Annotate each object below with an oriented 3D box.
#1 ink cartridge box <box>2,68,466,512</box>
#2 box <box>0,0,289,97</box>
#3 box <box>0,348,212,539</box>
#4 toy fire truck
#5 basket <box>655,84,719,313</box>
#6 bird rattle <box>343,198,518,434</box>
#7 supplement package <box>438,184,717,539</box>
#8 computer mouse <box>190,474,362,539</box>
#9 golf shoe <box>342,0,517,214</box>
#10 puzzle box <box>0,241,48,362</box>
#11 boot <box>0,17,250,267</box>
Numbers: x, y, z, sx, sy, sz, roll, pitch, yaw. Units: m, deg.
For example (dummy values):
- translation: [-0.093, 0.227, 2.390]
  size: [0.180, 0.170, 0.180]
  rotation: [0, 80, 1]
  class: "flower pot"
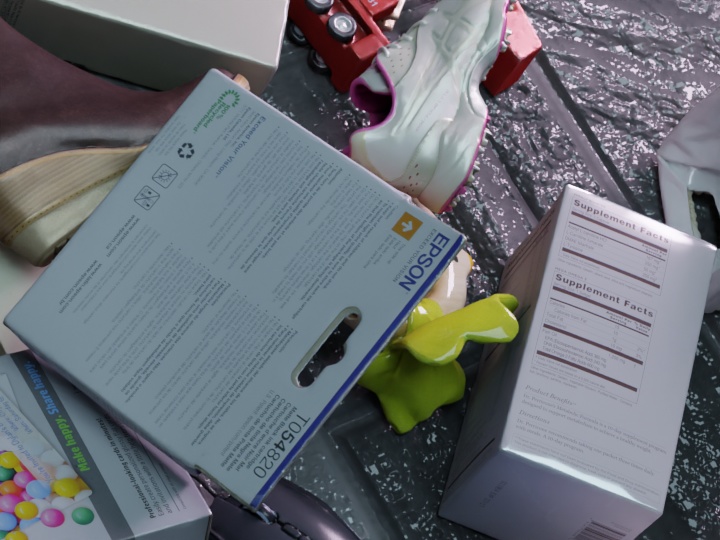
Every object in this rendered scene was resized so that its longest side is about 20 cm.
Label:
- translation: [-0.069, 0.012, 1.258]
  size: [0.200, 0.041, 0.200]
  rotation: [35, 80, 24]
  class: "ink cartridge box"
- translation: [-0.151, -0.173, 1.427]
  size: [0.200, 0.068, 0.082]
  rotation: [17, 59, -13]
  class: "box"
- translation: [-0.206, 0.119, 1.238]
  size: [0.200, 0.041, 0.156]
  rotation: [-14, 48, -26]
  class: "box"
- translation: [0.014, -0.193, 1.515]
  size: [0.141, 0.049, 0.200]
  rotation: [-31, 77, -32]
  class: "toy fire truck"
- translation: [0.307, -0.065, 1.478]
  size: [0.123, 0.200, 0.136]
  rotation: [7, 61, -24]
  class: "basket"
- translation: [0.000, 0.000, 1.388]
  size: [0.200, 0.113, 0.163]
  rotation: [35, 34, -5]
  class: "bird rattle"
- translation: [0.138, 0.068, 1.388]
  size: [0.110, 0.114, 0.200]
  rotation: [22, 58, -8]
  class: "supplement package"
- translation: [-0.067, 0.172, 1.291]
  size: [0.200, 0.046, 0.140]
  rotation: [47, 56, 7]
  class: "computer mouse"
- translation: [0.046, -0.136, 1.430]
  size: [0.092, 0.075, 0.200]
  rotation: [17, 61, -6]
  class: "golf shoe"
- translation: [-0.159, -0.025, 1.371]
  size: [0.200, 0.025, 0.133]
  rotation: [-19, 72, -29]
  class: "puzzle box"
- translation: [-0.183, -0.113, 1.349]
  size: [0.200, 0.072, 0.166]
  rotation: [-38, 84, -29]
  class: "boot"
